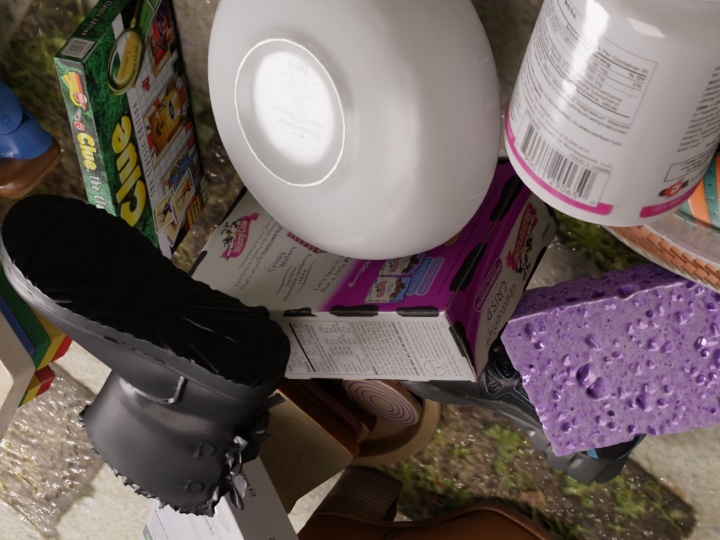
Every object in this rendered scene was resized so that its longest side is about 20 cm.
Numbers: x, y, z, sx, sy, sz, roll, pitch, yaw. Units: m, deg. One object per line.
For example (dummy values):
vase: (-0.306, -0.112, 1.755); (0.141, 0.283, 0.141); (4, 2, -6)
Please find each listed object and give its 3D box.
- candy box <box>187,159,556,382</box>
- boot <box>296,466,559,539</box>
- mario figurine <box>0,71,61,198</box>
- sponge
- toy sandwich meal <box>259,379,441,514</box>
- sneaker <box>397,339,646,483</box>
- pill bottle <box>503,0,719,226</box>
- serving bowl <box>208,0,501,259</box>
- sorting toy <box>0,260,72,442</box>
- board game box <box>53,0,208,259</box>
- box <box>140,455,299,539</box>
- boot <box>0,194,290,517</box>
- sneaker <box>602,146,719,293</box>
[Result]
candy box: (0.000, 0.000, 1.398); (0.199, 0.137, 0.061); (0, 132, 32)
boot: (0.041, 0.229, 1.604); (0.199, 0.155, 0.074); (14, 140, 19)
mario figurine: (-0.276, -0.130, 1.455); (0.123, 0.106, 0.200); (-3, 133, 36)
sponge: (0.191, 0.043, 1.367); (0.199, 0.030, 0.112); (-13, 124, 20)
toy sandwich meal: (-0.044, 0.082, 1.565); (0.204, 0.070, 0.206); (17, 140, 15)
sneaker: (0.094, 0.052, 1.461); (0.199, 0.073, 0.082); (27, 129, -8)
pill bottle: (0.148, -0.125, 1.189); (0.113, 0.114, 0.200); (25, 141, 6)
serving bowl: (-0.018, -0.096, 1.296); (0.200, 0.066, 0.201); (19, 119, 38)
sorting toy: (-0.270, 0.004, 1.559); (0.199, 0.069, 0.200); (56, 156, 8)
board game box: (-0.135, -0.083, 1.417); (0.023, 0.105, 0.200); (16, 140, 22)
box: (-0.095, 0.207, 1.571); (0.156, 0.041, 0.200); (62, 150, 31)
boot: (-0.136, 0.056, 1.384); (0.198, 0.073, 0.163); (29, 144, 2)
sneaker: (0.198, -0.039, 1.298); (0.200, 0.080, 0.071); (30, 169, 29)
